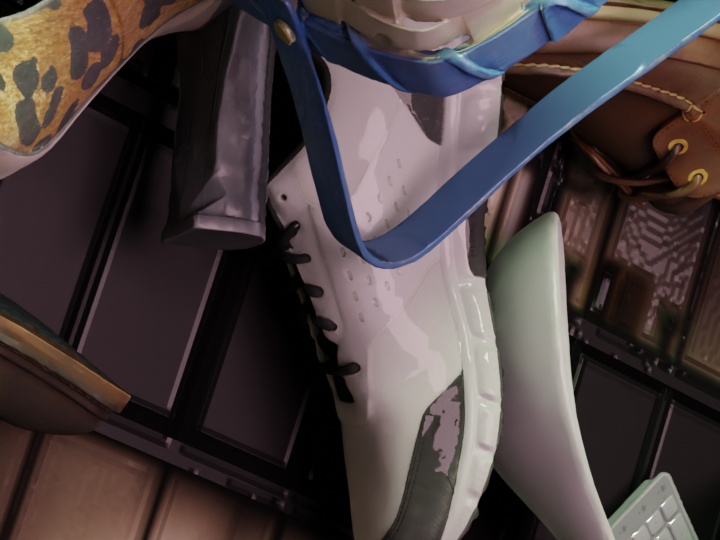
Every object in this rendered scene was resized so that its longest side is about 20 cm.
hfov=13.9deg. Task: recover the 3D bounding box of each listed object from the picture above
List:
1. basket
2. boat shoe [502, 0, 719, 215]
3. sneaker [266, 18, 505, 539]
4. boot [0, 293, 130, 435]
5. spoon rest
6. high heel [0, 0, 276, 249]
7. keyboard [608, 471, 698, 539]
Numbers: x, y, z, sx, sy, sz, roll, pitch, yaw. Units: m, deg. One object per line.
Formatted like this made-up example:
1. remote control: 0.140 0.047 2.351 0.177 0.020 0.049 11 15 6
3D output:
1. basket: 0.041 -0.116 0.870 0.176 0.139 0.200 -39 133 -20
2. boat shoe: 0.114 -0.054 1.038 0.200 0.072 0.068 12 84 -41
3. sneaker: 0.000 0.000 0.962 0.080 0.074 0.200 0 86 -24
4. boot: -0.163 0.031 0.838 0.200 0.075 0.097 26 93 -35
5. spoon rest: 0.065 0.080 0.994 0.061 0.099 0.200 2 88 5
6. high heel: -0.107 -0.092 0.876 0.200 0.071 0.143 13 73 -36
7. keyboard: 0.058 0.154 1.037 0.200 0.011 0.056 -43 115 -29
